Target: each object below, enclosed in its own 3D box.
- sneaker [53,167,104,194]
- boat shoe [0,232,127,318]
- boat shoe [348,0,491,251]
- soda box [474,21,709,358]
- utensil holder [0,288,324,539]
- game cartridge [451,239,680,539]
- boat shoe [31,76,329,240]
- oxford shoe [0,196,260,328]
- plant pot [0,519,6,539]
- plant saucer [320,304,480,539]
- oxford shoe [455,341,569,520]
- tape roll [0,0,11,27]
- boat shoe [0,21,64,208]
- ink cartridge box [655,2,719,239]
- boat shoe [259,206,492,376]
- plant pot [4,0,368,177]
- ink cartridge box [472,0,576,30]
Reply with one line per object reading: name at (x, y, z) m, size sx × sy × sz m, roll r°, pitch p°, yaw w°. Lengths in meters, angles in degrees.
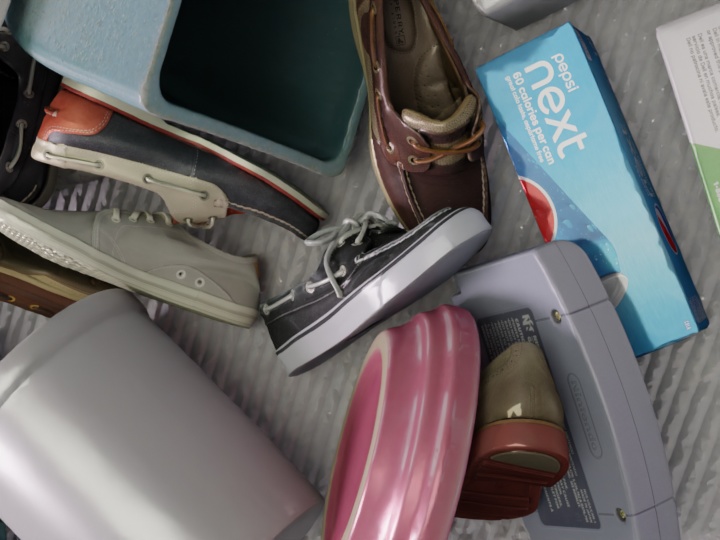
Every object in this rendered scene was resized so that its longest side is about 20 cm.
sneaker at (-0.239, -0.081, 0.925) m, size 0.100 × 0.075 × 0.200 m, roll 44°, pitch 106°, yaw 15°
boat shoe at (-0.265, -0.011, 0.901) m, size 0.199 × 0.072 × 0.068 m, roll 24°, pitch 129°, yaw -20°
boat shoe at (0.041, -0.093, 0.787) m, size 0.072 × 0.072 × 0.201 m, roll -15°, pitch 109°, yaw -5°
soda box at (0.143, -0.045, 0.785) m, size 0.068 × 0.064 × 0.201 m, roll -23°, pitch 83°, yaw 20°
utensil holder at (-0.146, 0.141, 0.853) m, size 0.200 × 0.170 × 0.170 m, roll 42°, pitch 106°, yaw 12°
game cartridge at (0.123, 0.085, 0.767) m, size 0.133 × 0.041 × 0.201 m, roll -18°, pitch 89°, yaw 61°
boat shoe at (-0.118, -0.063, 0.851) m, size 0.199 × 0.071 × 0.063 m, roll 25°, pitch 91°, yaw -14°
oxford shoe at (-0.156, -0.017, 0.864) m, size 0.199 × 0.075 × 0.058 m, roll 20°, pitch 84°, yaw -19°
plant pot at (-0.351, 0.135, 0.925) m, size 0.199 × 0.200 × 0.197 m, roll -5°, pitch 83°, yaw 21°
plant saucer at (0.018, 0.115, 0.767) m, size 0.051 × 0.201 × 0.202 m, roll 16°, pitch 99°, yaw -6°
oxford shoe at (0.080, 0.104, 0.776) m, size 0.070 × 0.200 × 0.075 m, roll 10°, pitch 65°, yaw -12°
tape roll at (-0.268, -0.168, 0.819) m, size 0.203 × 0.037 × 0.204 m, roll -36°, pitch 43°, yaw 42°
boat shoe at (-0.240, -0.141, 0.864) m, size 0.072 × 0.063 × 0.201 m, roll -3°, pitch 83°, yaw 17°
ink cartridge box at (0.286, -0.098, 0.715) m, size 0.199 × 0.084 × 0.146 m, roll -18°, pitch 84°, yaw 21°
boat shoe at (0.002, -0.001, 0.816) m, size 0.199 × 0.073 × 0.068 m, roll -38°, pitch 79°, yaw 49°
plant pot at (-0.112, -0.192, 0.811) m, size 0.199 × 0.195 × 0.197 m, roll 19°, pitch 93°, yaw 35°
ink cartridge box at (0.142, -0.256, 0.765) m, size 0.199 × 0.084 × 0.147 m, roll -24°, pitch 84°, yaw 21°
